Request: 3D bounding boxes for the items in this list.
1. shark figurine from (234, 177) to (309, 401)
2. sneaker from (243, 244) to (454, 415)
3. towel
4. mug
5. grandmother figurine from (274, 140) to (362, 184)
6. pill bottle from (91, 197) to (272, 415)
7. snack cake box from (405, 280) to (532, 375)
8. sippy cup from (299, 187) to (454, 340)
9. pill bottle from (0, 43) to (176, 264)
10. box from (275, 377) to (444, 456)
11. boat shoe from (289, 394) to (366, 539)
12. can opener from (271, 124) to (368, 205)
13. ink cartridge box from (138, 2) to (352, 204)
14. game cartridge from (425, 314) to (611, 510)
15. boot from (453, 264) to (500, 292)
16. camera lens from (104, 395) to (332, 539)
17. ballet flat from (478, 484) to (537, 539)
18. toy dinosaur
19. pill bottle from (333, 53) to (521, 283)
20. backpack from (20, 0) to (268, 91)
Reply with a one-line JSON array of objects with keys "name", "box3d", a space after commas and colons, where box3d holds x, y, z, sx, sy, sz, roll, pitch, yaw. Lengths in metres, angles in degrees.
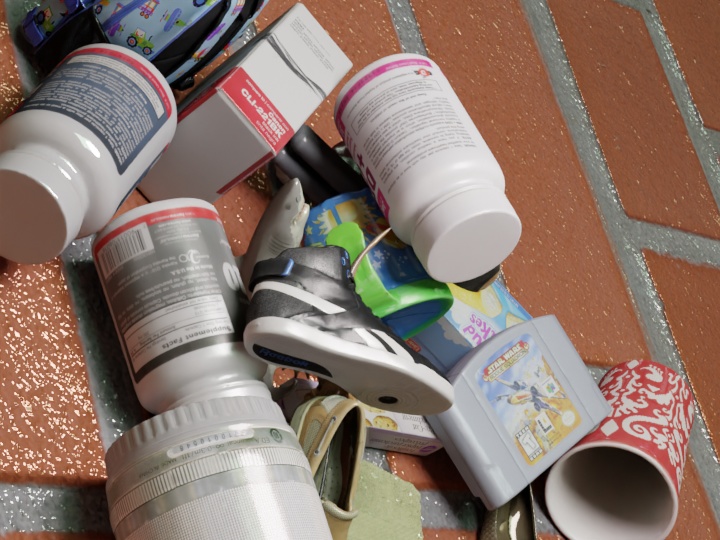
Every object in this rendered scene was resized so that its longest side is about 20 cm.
[{"name": "shark figurine", "box3d": [-0.101, 0.031, 1.680, 0.089, 0.128, 0.215, 10, 74, -10]}, {"name": "sneaker", "box3d": [-0.001, 0.040, 1.552, 0.200, 0.073, 0.112, 24, 55, -28]}, {"name": "towel", "box3d": [-0.022, 0.219, 1.628, 0.200, 0.036, 0.148, 26, 44, -31]}, {"name": "mug", "box3d": [0.272, 0.203, 1.942, 0.133, 0.178, 0.200, 18, 30, 10]}, {"name": "grandmother figurine", "box3d": [-0.001, -0.083, 1.888, 0.200, 0.061, 0.121, 20, 50, -36]}, {"name": "pill bottle", "box3d": [-0.143, 0.051, 1.557, 0.114, 0.114, 0.200, 3, 60, -48]}, {"name": "snack cake box", "box3d": [0.124, 0.079, 1.890, 0.200, 0.067, 0.115, 46, 35, -13]}, {"name": "sippy cup", "box3d": [0.000, 0.000, 1.745, 0.140, 0.178, 0.130, -16, 73, -33]}, {"name": "pill bottle", "box3d": [-0.242, -0.095, 1.557, 0.120, 0.120, 0.200, 46, 35, -12]}, {"name": "box", "box3d": [0.001, 0.136, 1.722, 0.200, 0.039, 0.041, 15, 53, -42]}, {"name": "boat shoe", "box3d": [-0.035, 0.199, 1.518, 0.072, 0.076, 0.200, 12, 80, -32]}, {"name": "can opener", "box3d": [-0.010, -0.074, 1.820, 0.200, 0.053, 0.067, 40, 33, -34]}, {"name": "ink cartridge box", "box3d": [-0.112, -0.146, 1.731, 0.084, 0.144, 0.200, 49, 36, -11]}, {"name": "game cartridge", "box3d": [0.152, 0.127, 1.807, 0.200, 0.042, 0.133, -34, 97, -42]}, {"name": "boot", "box3d": [0.102, -0.049, 1.826, 0.138, 0.077, 0.200, 29, 27, -54]}, {"name": "camera lens", "box3d": [-0.101, 0.216, 1.428, 0.160, 0.160, 0.200, 7, 57, -47]}, {"name": "ballet flat", "box3d": [0.148, 0.243, 1.799, 0.067, 0.046, 0.200, 28, 43, -32]}, {"name": "toy dinosaur", "box3d": [-0.023, 0.065, 1.619, 0.106, 0.060, 0.200, -43, 141, -70]}, {"name": "pill bottle", "box3d": [0.062, -0.093, 1.707, 0.113, 0.113, 0.200, 13, 38, -44]}, {"name": "backpack", "box3d": [-0.179, -0.239, 1.681, 0.135, 0.200, 0.183, 53, 36, -2]}]
